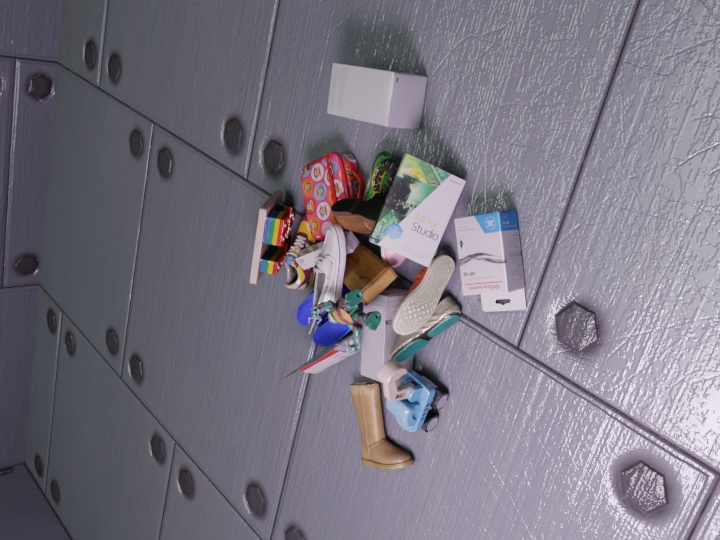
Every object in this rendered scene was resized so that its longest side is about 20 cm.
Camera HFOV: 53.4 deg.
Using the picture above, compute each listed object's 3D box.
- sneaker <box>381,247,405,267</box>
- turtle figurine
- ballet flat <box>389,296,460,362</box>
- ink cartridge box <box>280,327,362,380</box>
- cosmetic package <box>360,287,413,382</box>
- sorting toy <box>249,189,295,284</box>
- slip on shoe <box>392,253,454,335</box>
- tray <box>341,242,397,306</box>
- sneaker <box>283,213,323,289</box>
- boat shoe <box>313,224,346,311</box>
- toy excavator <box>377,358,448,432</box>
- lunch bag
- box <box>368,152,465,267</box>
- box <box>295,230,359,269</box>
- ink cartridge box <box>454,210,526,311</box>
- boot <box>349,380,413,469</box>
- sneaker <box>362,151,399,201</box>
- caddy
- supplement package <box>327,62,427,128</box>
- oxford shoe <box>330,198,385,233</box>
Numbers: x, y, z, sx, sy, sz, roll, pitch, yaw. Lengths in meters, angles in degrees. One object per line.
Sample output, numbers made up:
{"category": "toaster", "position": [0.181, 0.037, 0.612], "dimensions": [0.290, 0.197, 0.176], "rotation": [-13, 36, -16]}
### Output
{"category": "sneaker", "position": [0.115, -0.084, 1.598], "dimensions": [0.104, 0.075, 0.203], "rotation": [37, 116, 42]}
{"category": "turtle figurine", "position": [-0.039, 0.104, 1.595], "dimensions": [0.199, 0.149, 0.102], "rotation": [-27, 35, 57]}
{"category": "ballet flat", "position": [0.138, 0.130, 1.595], "dimensions": [0.199, 0.067, 0.063], "rotation": [-37, 57, 17]}
{"category": "ink cartridge box", "position": [-0.082, 0.220, 1.750], "dimensions": [0.160, 0.199, 0.050], "rotation": [-33, 90, 42]}
{"category": "cosmetic package", "position": [0.065, 0.148, 1.657], "dimensions": [0.089, 0.106, 0.204], "rotation": [8, 102, 48]}
{"category": "sorting toy", "position": [-0.223, -0.086, 1.882], "dimensions": [0.068, 0.199, 0.203], "rotation": [12, 110, 2]}
{"category": "slip on shoe", "position": [0.135, 0.052, 1.562], "dimensions": [0.202, 0.074, 0.061], "rotation": [-58, 18, -4]}
{"category": "tray", "position": [0.000, 0.000, 1.671], "dimensions": [0.099, 0.037, 0.200], "rotation": [-43, 33, -3]}
{"category": "sneaker", "position": [-0.154, -0.048, 1.867], "dimensions": [0.074, 0.089, 0.204], "rotation": [14, 105, 43]}
{"category": "boat shoe", "position": [-0.079, -0.007, 1.660], "dimensions": [0.072, 0.065, 0.204], "rotation": [22, 108, 61]}
{"category": "toy excavator", "position": [0.099, 0.276, 1.572], "dimensions": [0.100, 0.198, 0.197], "rotation": [36, 119, 35]}
{"category": "lunch bag", "position": [-0.058, -0.184, 1.765], "dimensions": [0.175, 0.081, 0.204], "rotation": [-17, 80, 41]}
{"category": "box", "position": [0.120, -0.127, 1.517], "dimensions": [0.036, 0.142, 0.203], "rotation": [-128, 60, -79]}
{"category": "box", "position": [-0.085, -0.048, 1.762], "dimensions": [0.199, 0.039, 0.042], "rotation": [-20, 119, 47]}
{"category": "ink cartridge box", "position": [0.266, -0.014, 1.460], "dimensions": [0.115, 0.066, 0.204], "rotation": [-7, 90, 45]}
{"category": "boot", "position": [0.045, 0.374, 1.737], "dimensions": [0.174, 0.066, 0.204], "rotation": [-10, 87, 45]}
{"category": "sneaker", "position": [0.046, -0.184, 1.674], "dimensions": [0.086, 0.077, 0.202], "rotation": [-94, 20, -53]}
{"category": "caddy", "position": [-0.065, 0.097, 1.790], "dimensions": [0.142, 0.105, 0.200], "rotation": [50, 129, -1]}
{"category": "supplement package", "position": [0.035, -0.395, 1.613], "dimensions": [0.199, 0.116, 0.119], "rotation": [23, 111, 42]}
{"category": "oxford shoe", "position": [0.026, -0.116, 1.615], "dimensions": [0.198, 0.071, 0.072], "rotation": [12, 136, 40]}
